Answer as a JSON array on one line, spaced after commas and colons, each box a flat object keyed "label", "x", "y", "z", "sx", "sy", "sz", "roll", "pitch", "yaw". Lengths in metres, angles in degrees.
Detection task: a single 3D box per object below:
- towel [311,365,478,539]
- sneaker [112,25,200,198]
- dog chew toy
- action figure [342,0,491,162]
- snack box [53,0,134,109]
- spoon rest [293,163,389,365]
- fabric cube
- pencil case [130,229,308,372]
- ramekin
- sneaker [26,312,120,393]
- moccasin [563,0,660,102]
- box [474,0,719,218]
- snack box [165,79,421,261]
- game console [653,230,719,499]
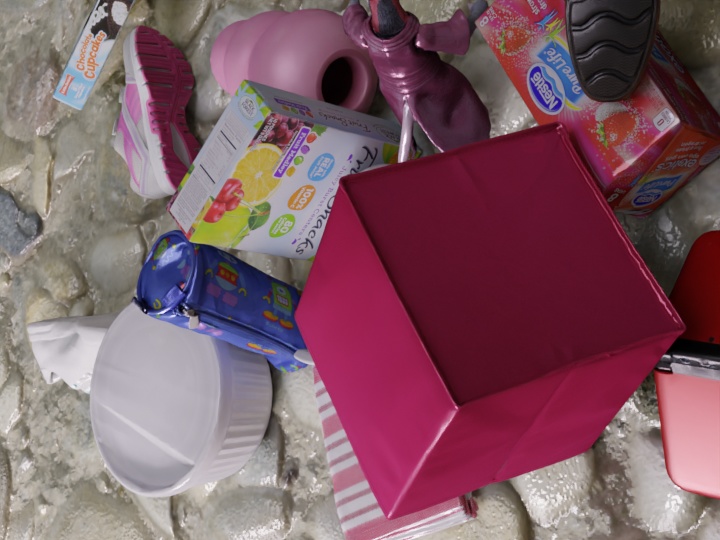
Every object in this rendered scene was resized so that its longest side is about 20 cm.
[{"label": "towel", "x": 0.027, "y": 0.147, "z": 1.226, "sx": 0.146, "sy": 0.030, "sz": 0.201, "roll": -27, "pitch": 65, "yaw": 35}, {"label": "sneaker", "x": -0.231, "y": -0.166, "z": 1.452, "sx": 0.088, "sy": 0.081, "sz": 0.201, "roll": -21, "pitch": 70, "yaw": 36}, {"label": "dog chew toy", "x": -0.075, "y": -0.194, "z": 1.298, "sx": 0.200, "sy": 0.124, "sz": 0.125, "roll": 22, "pitch": 99, "yaw": 48}, {"label": "action figure", "x": 0.033, "y": -0.172, "z": 1.141, "sx": 0.133, "sy": 0.200, "sz": 0.150, "roll": 7, "pitch": 64, "yaw": 27}, {"label": "snack box", "x": -0.276, "y": -0.286, "z": 1.489, "sx": 0.201, "sy": 0.037, "sz": 0.116, "roll": -60, "pitch": 15, "yaw": 18}, {"label": "spoon rest", "x": 0.000, "y": 0.000, "z": 1.220, "sx": 0.061, "sy": 0.099, "sz": 0.201, "roll": 31, "pitch": 108, "yaw": 42}, {"label": "fabric cube", "x": 0.087, "y": 0.038, "z": 1.021, "sx": 0.197, "sy": 0.199, "sz": 0.200, "roll": 64, "pitch": 155, "yaw": 26}, {"label": "pencil case", "x": -0.114, "y": 0.034, "z": 1.242, "sx": 0.078, "sy": 0.200, "sz": 0.087, "roll": -39, "pitch": 47, "yaw": 24}, {"label": "ramekin", "x": -0.176, "y": 0.126, "z": 1.359, "sx": 0.202, "sy": 0.094, "sz": 0.204, "roll": -6, "pitch": 80, "yaw": 40}, {"label": "sneaker", "x": -0.294, "y": 0.095, "z": 1.492, "sx": 0.199, "sy": 0.075, "sz": 0.089, "roll": -3, "pitch": 95, "yaw": 47}, {"label": "moccasin", "x": 0.178, "y": -0.225, "z": 0.990, "sx": 0.073, "sy": 0.078, "sz": 0.203, "roll": -9, "pitch": 89, "yaw": 10}, {"label": "box", "x": 0.191, "y": -0.152, "z": 1.071, "sx": 0.100, "sy": 0.095, "sz": 0.201, "roll": -43, "pitch": 59, "yaw": 30}, {"label": "snack box", "x": -0.056, "y": -0.082, "z": 1.209, "sx": 0.142, "sy": 0.200, "sz": 0.053, "roll": -54, "pitch": 53, "yaw": 22}, {"label": "game console", "x": 0.324, "y": 0.076, "z": 0.979, "sx": 0.199, "sy": 0.119, "sz": 0.173, "roll": 8, "pitch": 59, "yaw": 41}]
